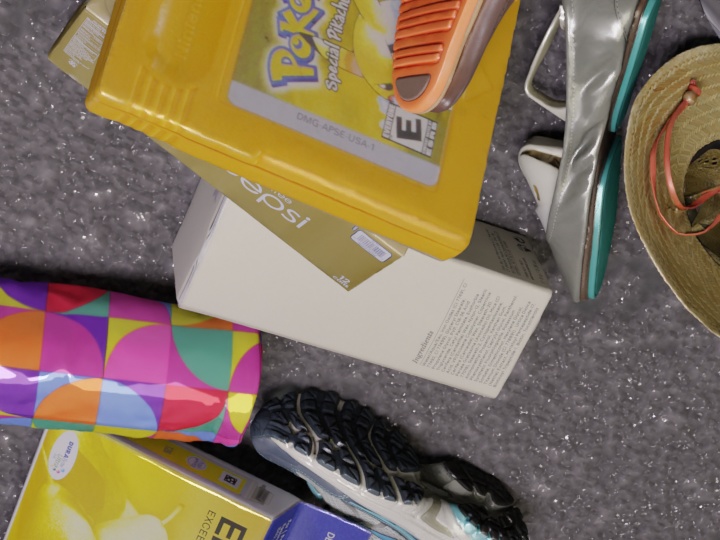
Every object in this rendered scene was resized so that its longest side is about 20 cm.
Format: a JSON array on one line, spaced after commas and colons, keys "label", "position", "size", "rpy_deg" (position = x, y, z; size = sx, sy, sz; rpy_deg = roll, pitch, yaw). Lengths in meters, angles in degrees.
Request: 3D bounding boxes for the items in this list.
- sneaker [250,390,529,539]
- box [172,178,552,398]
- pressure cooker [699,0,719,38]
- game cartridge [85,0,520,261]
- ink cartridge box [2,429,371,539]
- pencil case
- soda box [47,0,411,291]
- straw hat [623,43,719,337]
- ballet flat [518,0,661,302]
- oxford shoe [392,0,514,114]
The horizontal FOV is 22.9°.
[{"label": "sneaker", "position": [0.007, 0.149, 1.086], "size": [0.199, 0.078, 0.086], "rpy_deg": [31, 115, -25]}, {"label": "box", "position": [0.000, 0.000, 0.998], "size": [0.199, 0.069, 0.083], "rpy_deg": [19, 116, -19]}, {"label": "pressure cooker", "position": [0.272, -0.139, 0.879], "size": [0.174, 0.200, 0.180], "rpy_deg": [1, 118, -11]}, {"label": "game cartridge", "position": [-0.019, -0.120, 0.874], "size": [0.199, 0.178, 0.032], "rpy_deg": [22, 156, -22]}, {"label": "ink cartridge box", "position": [-0.122, 0.196, 1.072], "size": [0.199, 0.047, 0.199], "rpy_deg": [26, 115, 4]}, {"label": "pencil case", "position": [-0.150, 0.049, 0.995], "size": [0.198, 0.089, 0.089], "rpy_deg": [7, 120, -14]}, {"label": "soda box", "position": [-0.054, -0.081, 0.901], "size": [0.200, 0.068, 0.064], "rpy_deg": [38, 150, -12]}, {"label": "straw hat", "position": [0.207, -0.027, 1.002], "size": [0.200, 0.203, 0.085], "rpy_deg": [21, 155, -21]}, {"label": "ballet flat", "position": [0.119, -0.078, 0.984], "size": [0.063, 0.067, 0.201], "rpy_deg": [15, 120, 14]}, {"label": "oxford shoe", "position": [0.078, -0.159, 0.871], "size": [0.073, 0.071, 0.201], "rpy_deg": [29, 80, -28]}]
